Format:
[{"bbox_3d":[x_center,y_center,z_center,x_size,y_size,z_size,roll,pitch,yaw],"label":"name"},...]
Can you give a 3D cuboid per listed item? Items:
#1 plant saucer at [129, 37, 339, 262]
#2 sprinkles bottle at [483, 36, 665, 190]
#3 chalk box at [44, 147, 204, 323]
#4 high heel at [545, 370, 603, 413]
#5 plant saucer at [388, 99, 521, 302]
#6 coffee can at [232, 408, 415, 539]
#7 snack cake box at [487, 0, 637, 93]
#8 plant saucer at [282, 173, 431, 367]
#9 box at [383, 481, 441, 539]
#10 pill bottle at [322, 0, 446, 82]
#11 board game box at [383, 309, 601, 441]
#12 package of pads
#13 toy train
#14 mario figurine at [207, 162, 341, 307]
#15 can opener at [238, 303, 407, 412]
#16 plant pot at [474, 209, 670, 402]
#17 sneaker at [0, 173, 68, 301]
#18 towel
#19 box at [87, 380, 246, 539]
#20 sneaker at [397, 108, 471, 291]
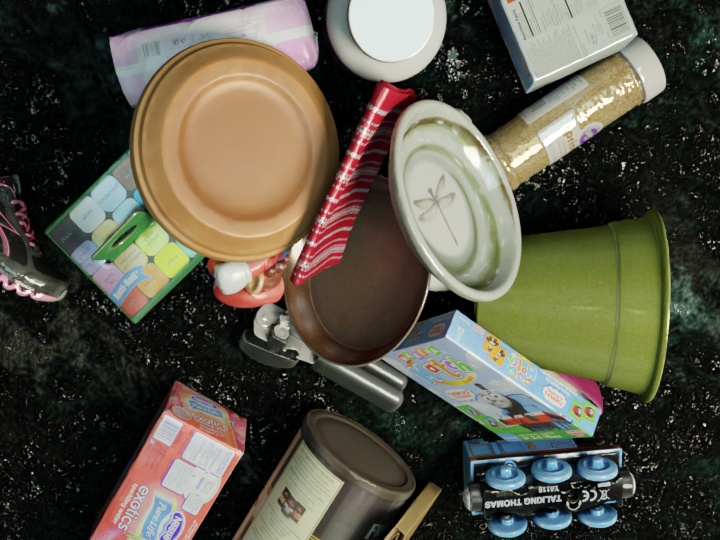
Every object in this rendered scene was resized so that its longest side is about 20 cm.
[{"bbox_3d":[-0.106,-0.109,0.776,0.196,0.037,0.205,-1,92,-26],"label":"plant saucer"},{"bbox_3d":[0.227,-0.168,0.926,0.198,0.068,0.069,-34,103,4],"label":"sprinkles bottle"},{"bbox_3d":[-0.214,-0.043,0.852,0.125,0.200,0.124,-41,103,6],"label":"chalk box"},{"bbox_3d":[0.176,0.119,0.973,0.197,0.096,0.068,21,102,-9],"label":"high heel"},{"bbox_3d":[0.082,-0.062,0.836,0.050,0.200,0.202,-22,108,39],"label":"plant saucer"},{"bbox_3d":[-0.050,0.282,0.968,0.145,0.147,0.202,30,100,-10],"label":"coffee can"},{"bbox_3d":[0.183,-0.299,0.870,0.113,0.067,0.203,-23,90,4],"label":"snack cake box"},{"bbox_3d":[0.000,0.000,0.912,0.034,0.199,0.203,9,107,-50],"label":"plant saucer"},{"bbox_3d":[0.023,0.326,0.962,0.021,0.200,0.165,34,99,14],"label":"box"},{"bbox_3d":[0.020,-0.239,0.825,0.110,0.200,0.115,-1,104,-4],"label":"pill bottle"},{"bbox_3d":[0.133,0.119,0.923,0.199,0.151,0.037,35,65,-15],"label":"board game box"},{"bbox_3d":[-0.141,-0.219,0.859,0.196,0.121,0.077,-13,104,-2],"label":"package of pads"},{"bbox_3d":[0.211,0.241,0.995,0.196,0.114,0.088,-5,107,-3],"label":"toy train"},{"bbox_3d":[-0.103,-0.045,0.900,0.201,0.122,0.107,-49,64,27],"label":"mario figurine"},{"bbox_3d":[-0.040,0.101,0.983,0.197,0.053,0.067,27,134,-8],"label":"can opener"},{"bbox_3d":[0.215,0.032,0.925,0.186,0.200,0.204,3,103,8],"label":"plant pot"},{"bbox_3d":[-0.380,-0.052,0.909,0.200,0.079,0.096,43,85,-13],"label":"sneaker"},{"bbox_3d":[-0.004,-0.085,0.827,0.022,0.145,0.203,27,102,6],"label":"towel"},{"bbox_3d":[-0.219,0.244,0.972,0.101,0.095,0.202,29,100,-10],"label":"box"},{"bbox_3d":[0.091,-0.072,0.944,0.098,0.077,0.204,14,92,-36],"label":"sneaker"}]
